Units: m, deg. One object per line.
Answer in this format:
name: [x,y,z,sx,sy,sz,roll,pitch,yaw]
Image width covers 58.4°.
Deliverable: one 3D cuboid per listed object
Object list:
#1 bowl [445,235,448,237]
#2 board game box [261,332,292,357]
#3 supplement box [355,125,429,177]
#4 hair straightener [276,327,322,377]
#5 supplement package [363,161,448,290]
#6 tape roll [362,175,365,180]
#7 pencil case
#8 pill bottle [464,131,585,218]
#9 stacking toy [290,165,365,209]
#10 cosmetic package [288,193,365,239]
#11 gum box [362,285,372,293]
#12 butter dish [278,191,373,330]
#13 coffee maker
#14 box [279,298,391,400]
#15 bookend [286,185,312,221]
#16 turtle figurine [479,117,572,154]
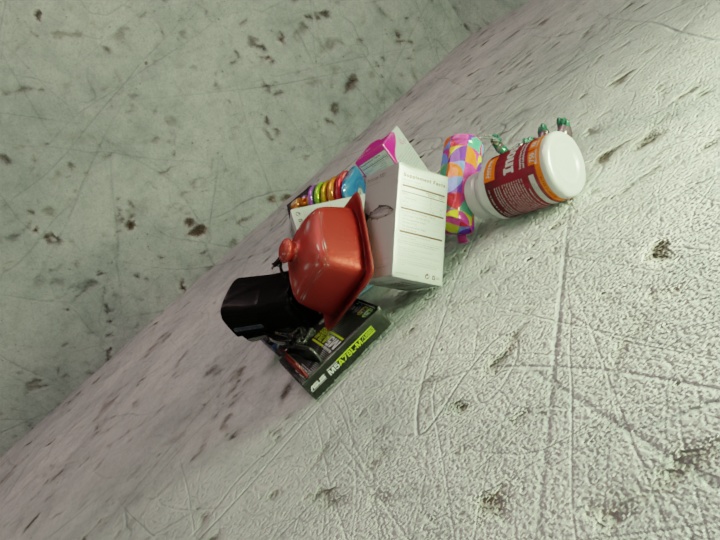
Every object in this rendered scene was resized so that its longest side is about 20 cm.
bowl: [0.162,-0.129,1.383,0.199,0.075,0.200,-17,27,54]
board game box: [-0.173,0.126,1.514,0.135,0.035,0.199,-44,17,-13]
supplement box: [0.095,-0.226,1.555,0.102,0.201,0.102,-24,21,39]
hair straightener: [-0.106,0.142,1.178,0.077,0.041,0.200,-45,12,-12]
supplement package: [0.077,-0.075,1.175,0.116,0.115,0.205,-13,70,58]
tape roll: [0.001,-0.232,2.025,0.199,0.066,0.201,-35,16,12]
pencil case: [0.188,-0.161,1.239,0.088,0.087,0.204,-17,56,52]
pill bottle: [0.280,-0.157,1.126,0.198,0.114,0.113,-18,26,51]
stacking toy: [-0.085,-0.173,1.548,0.196,0.111,0.117,-6,36,27]
cosmetic package: [-0.053,-0.098,1.408,0.196,0.072,0.102,-14,-24,-15]
gum box: [0.000,0.000,1.450,0.198,0.045,0.171,-35,17,15]
butter dish: [-0.078,-0.025,1.171,0.200,0.145,0.203,-53,37,43]
coffee maker: [-0.188,0.057,1.354,0.197,0.195,0.135,-8,21,31]
box: [-0.053,0.136,1.206,0.193,0.048,0.200,-42,16,-11]
bookend: [-0.079,-0.081,1.666,0.091,0.199,0.201,-34,50,23]
turtle figurine: [0.318,-0.237,1.281,0.198,0.102,0.149,-28,27,-20]
